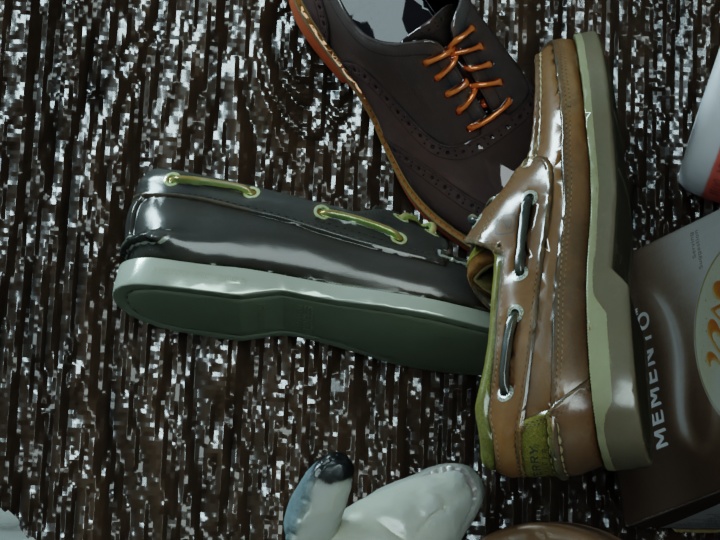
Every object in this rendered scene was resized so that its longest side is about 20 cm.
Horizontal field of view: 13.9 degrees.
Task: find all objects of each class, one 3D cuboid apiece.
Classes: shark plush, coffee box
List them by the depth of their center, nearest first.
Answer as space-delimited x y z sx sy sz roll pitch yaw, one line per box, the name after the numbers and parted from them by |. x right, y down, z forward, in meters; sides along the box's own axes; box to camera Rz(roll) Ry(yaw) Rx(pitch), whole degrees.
0.186 0.027 1.169 0.079 0.200 0.115 4 70 -34 | coffee box
-0.025 0.155 1.192 0.091 0.083 0.200 38 98 -2 | shark plush

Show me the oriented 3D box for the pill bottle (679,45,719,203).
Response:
0.243 -0.056 1.242 0.199 0.112 0.113 19 74 6 | pill bottle

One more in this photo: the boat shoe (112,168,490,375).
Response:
0.000 0.000 1.239 0.200 0.072 0.061 10 68 -4 | boat shoe

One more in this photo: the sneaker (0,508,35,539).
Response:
-0.154 0.164 1.189 0.076 0.081 0.200 -8 51 -42 | sneaker

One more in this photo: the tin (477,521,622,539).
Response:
0.093 0.196 1.188 0.112 0.042 0.201 -25 76 8 | tin

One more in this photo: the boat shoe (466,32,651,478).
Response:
0.073 -0.011 1.172 0.068 0.072 0.201 -8 52 10 | boat shoe

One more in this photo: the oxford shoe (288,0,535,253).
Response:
0.038 -0.073 1.261 0.071 0.073 0.200 -40 80 -12 | oxford shoe
